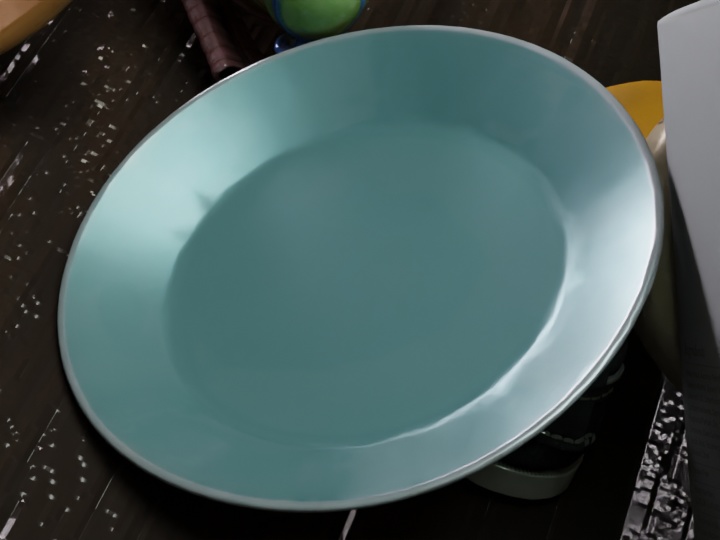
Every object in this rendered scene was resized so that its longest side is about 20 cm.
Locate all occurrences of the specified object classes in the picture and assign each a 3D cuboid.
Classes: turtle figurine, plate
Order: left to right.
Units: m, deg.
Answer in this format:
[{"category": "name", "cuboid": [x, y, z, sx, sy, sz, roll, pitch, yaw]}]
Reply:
[{"category": "turtle figurine", "cuboid": [-0.017, -0.179, 0.912, 0.143, 0.201, 0.194, -14, 28, -10]}, {"category": "plate", "cuboid": [0.000, 0.000, 0.791, 0.198, 0.026, 0.201, -9, 49, 10]}]

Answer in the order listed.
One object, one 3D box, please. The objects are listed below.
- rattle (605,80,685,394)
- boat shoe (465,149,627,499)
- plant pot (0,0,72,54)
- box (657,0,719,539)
[{"category": "rattle", "cuboid": [0.158, 0.020, 0.861, 0.199, 0.143, 0.131, 36, 63, -14]}, {"category": "boat shoe", "cuboid": [0.051, -0.016, 0.854, 0.071, 0.068, 0.201, 6, 42, -16]}, {"category": "plant pot", "cuboid": [-0.176, -0.182, 0.845, 0.198, 0.201, 0.140, 9, 26, -16]}, {"category": "box", "cuboid": [0.167, 0.014, 0.747, 0.123, 0.202, 0.097, -5, 1, -8]}]
